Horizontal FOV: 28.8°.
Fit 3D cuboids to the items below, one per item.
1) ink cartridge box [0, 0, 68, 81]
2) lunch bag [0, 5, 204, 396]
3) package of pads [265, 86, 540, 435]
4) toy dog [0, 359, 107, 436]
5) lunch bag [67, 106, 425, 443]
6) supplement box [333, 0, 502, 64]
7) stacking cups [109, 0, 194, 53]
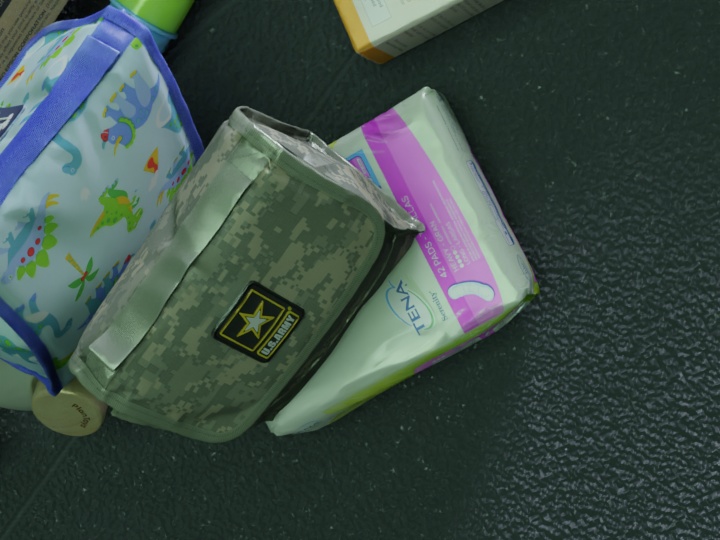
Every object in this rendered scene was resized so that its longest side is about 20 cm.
[{"bbox_3d":[-0.271,-0.226,0.913,0.199,0.075,0.166,30,87,30],"label":"ink cartridge box"},{"bbox_3d":[-0.176,-0.041,0.801,0.127,0.200,0.171,32,73,1],"label":"lunch bag"},{"bbox_3d":[0.000,0.000,0.902,0.198,0.068,0.156,-28,84,14],"label":"package of pads"},{"bbox_3d":[-0.245,0.057,0.939,0.198,0.133,0.097,-23,126,7],"label":"toy dog"},{"bbox_3d":[-0.064,0.004,0.781,0.117,0.200,0.165,40,99,11],"label":"lunch bag"},{"bbox_3d":[0.066,-0.232,0.873,0.198,0.073,0.127,-25,86,13],"label":"supplement box"},{"bbox_3d":[-0.151,-0.152,0.941,0.060,0.060,0.202,31,102,11],"label":"stacking cups"}]
